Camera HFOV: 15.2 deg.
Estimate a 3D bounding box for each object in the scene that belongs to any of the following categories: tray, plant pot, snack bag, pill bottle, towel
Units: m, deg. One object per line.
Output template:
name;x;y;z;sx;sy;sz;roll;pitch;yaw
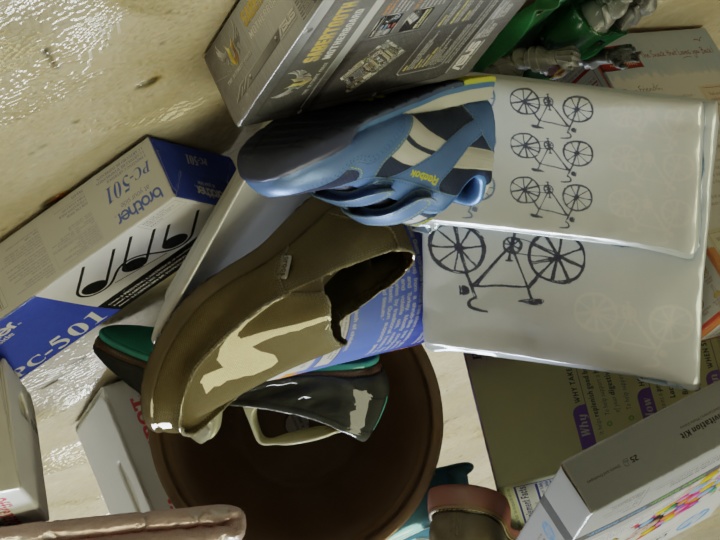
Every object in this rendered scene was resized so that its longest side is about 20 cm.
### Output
tray;-0.052;-0.042;1.577;0.200;0.022;0.107;-60;153;13
plant pot;-0.044;0.103;1.848;0.200;0.201;0.093;-25;177;-2
snack bag;0.118;-0.023;1.636;0.188;0.201;0.021;8;-152;15
pill bottle;0.000;0.000;1.733;0.199;0.112;0.112;-11;157;-37
towel;-0.179;0.188;1.735;0.190;0.032;0.200;-5;167;-13

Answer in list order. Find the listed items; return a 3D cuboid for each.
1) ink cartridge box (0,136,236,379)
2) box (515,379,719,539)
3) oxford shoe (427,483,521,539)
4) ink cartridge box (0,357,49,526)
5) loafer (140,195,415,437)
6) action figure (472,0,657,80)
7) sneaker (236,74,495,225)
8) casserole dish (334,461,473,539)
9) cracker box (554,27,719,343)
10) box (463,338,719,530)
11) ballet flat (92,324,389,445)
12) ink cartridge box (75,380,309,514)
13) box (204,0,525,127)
ink cartridge box;-0.167;-0.003;1.602;0.200;0.044;0.094;-34;160;22
box;0.178;0.141;1.723;0.156;0.041;0.200;-25;162;-20
oxford shoe;0.084;0.211;1.862;0.071;0.074;0.200;-3;155;20
ink cartridge box;-0.297;0.125;1.637;0.199;0.083;0.147;-12;167;-2
loafer;-0.046;0.025;1.567;0.200;0.067;0.076;-46;153;-13
action figure;0.132;-0.143;1.617;0.200;0.055;0.118;-34;164;37
sneaker;0.012;-0.060;1.525;0.074;0.083;0.200;5;-165;42
casserole dish;-0.002;0.196;1.926;0.200;0.039;0.121;-27;165;13
cracker box;0.213;-0.057;1.719;0.134;0.200;0.058;-8;154;-46
box;0.175;0.065;1.878;0.199;0.176;0.097;-15;154;3
ballet flat;-0.081;0.081;1.767;0.199;0.069;0.068;6;-163;13
ink cartridge box;-0.084;0.135;1.944;0.199;0.145;0.084;-17;163;-28
box;0.025;-0.158;1.424;0.158;0.048;0.200;-14;159;-30
